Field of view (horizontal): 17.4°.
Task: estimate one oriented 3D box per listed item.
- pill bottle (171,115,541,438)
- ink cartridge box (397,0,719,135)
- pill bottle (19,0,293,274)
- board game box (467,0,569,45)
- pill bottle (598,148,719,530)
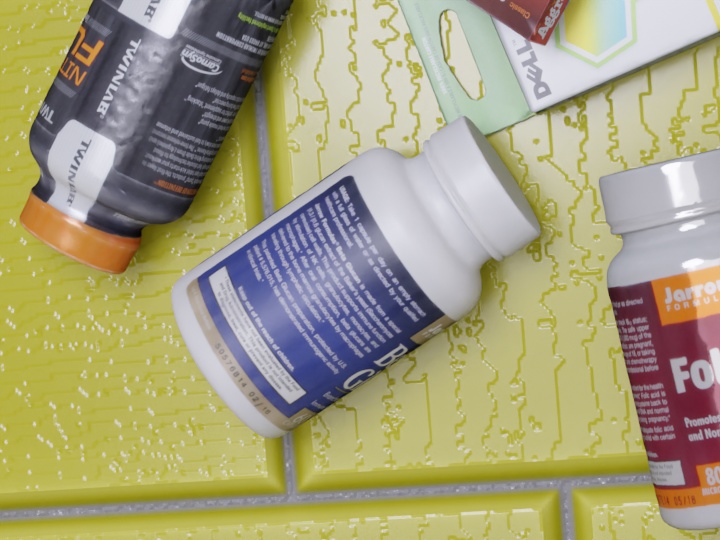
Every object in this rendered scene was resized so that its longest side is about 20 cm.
[{"bbox_3d":[0.000,0.000,1.352,0.199,0.111,0.111,-34,87,11],"label":"pill bottle"},{"bbox_3d":[0.123,-0.155,1.347,0.199,0.059,0.104,-23,89,11],"label":"ink cartridge box"},{"bbox_3d":[-0.126,-0.100,1.372,0.106,0.106,0.201,28,97,8],"label":"pill bottle"},{"bbox_3d":[0.055,-0.216,1.324,0.200,0.019,0.103,37,108,36],"label":"board game box"},{"bbox_3d":[0.201,0.035,1.315,0.113,0.114,0.201,-13,91,11],"label":"pill bottle"}]
